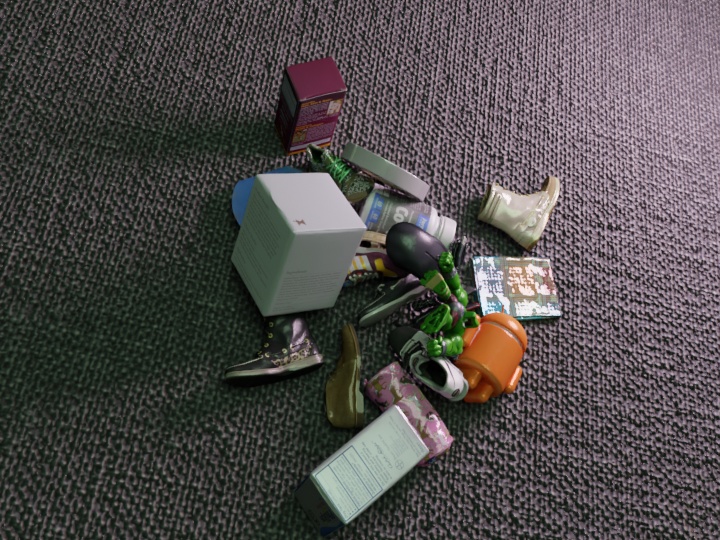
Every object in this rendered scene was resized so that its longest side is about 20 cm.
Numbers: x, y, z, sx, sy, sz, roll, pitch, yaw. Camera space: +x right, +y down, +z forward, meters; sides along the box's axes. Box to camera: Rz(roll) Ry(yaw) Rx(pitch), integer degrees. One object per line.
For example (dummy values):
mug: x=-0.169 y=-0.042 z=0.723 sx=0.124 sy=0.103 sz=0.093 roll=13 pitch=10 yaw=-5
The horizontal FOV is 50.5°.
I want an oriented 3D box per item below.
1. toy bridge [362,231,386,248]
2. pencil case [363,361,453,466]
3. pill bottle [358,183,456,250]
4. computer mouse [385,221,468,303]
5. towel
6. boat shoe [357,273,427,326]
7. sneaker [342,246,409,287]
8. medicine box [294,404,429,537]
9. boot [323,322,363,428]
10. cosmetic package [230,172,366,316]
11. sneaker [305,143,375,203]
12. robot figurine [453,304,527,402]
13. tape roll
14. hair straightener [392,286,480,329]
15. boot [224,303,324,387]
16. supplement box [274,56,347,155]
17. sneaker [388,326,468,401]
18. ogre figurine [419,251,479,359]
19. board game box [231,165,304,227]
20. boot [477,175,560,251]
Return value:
toy bridge: x=0.032 y=-0.051 z=1.556 sx=0.195 sy=0.068 sz=0.028 roll=15 pitch=63 yaw=11
pencil case: x=0.090 y=0.273 z=1.452 sx=0.086 sy=0.083 sz=0.202 roll=-26 pitch=75 yaw=-42
pill bottle: x=0.093 y=-0.094 z=1.595 sx=0.195 sy=0.114 sz=0.116 roll=21 pitch=63 yaw=-5
computer mouse: x=0.134 y=-0.030 z=1.493 sx=0.197 sy=0.052 sz=0.142 roll=26 pitch=81 yaw=-32
towel: x=0.336 y=0.038 z=1.655 sx=0.194 sy=0.022 sz=0.151 roll=-1 pitch=68 yaw=-16
boat shoe: x=0.065 y=0.048 z=1.548 sx=0.197 sy=0.074 sz=0.061 roll=-28 pitch=76 yaw=-27
sneaker: x=0.000 y=0.000 z=1.536 sx=0.195 sy=0.075 sz=0.092 roll=14 pitch=67 yaw=21
medicine box: x=-0.002 y=0.354 z=1.334 sx=0.198 sy=0.183 sz=0.104 roll=-33 pitch=77 yaw=-26
boot: x=-0.035 y=0.199 z=1.460 sx=0.073 sy=0.074 sz=0.206 roll=-1 pitch=69 yaw=-4
cosmetic package: x=-0.120 y=-0.050 z=1.425 sx=0.163 sy=0.203 sz=0.169 roll=-5 pitch=45 yaw=-36
sneaker: x=-0.053 y=-0.205 z=1.574 sx=0.198 sy=0.089 sz=0.077 roll=31 pitch=76 yaw=39
robot figurine: x=0.261 y=0.170 z=1.525 sx=0.142 sy=0.118 sz=0.201 roll=29 pitch=63 yaw=16
tape roll: x=0.051 y=-0.205 z=1.591 sx=0.199 sy=0.203 sz=0.038 roll=28 pitch=95 yaw=-2
hair straightener: x=0.153 y=0.068 z=1.574 sx=0.195 sy=0.041 sz=0.079 roll=-18 pitch=103 yaw=-16
boot: x=-0.174 y=0.131 z=1.446 sx=0.195 sy=0.073 sz=0.154 roll=-9 pitch=70 yaw=-23
supplement box: x=-0.108 y=-0.341 z=1.598 sx=0.108 sy=0.201 sz=0.087 roll=-18 pitch=71 yaw=-21
sneaker: x=0.119 y=0.168 z=1.467 sx=0.199 sy=0.088 sz=0.075 roll=38 pitch=96 yaw=35
ogre figurine: x=0.167 y=0.084 z=1.454 sx=0.096 sy=0.120 sz=0.204 roll=-23 pitch=50 yaw=19
board game box: x=-0.171 y=-0.129 z=1.583 sx=0.196 sy=0.039 sz=0.160 roll=-22 pitch=68 yaw=-25
boot: x=0.358 y=-0.161 z=1.722 sx=0.152 sy=0.072 sz=0.203 roll=28 pitch=63 yaw=1
